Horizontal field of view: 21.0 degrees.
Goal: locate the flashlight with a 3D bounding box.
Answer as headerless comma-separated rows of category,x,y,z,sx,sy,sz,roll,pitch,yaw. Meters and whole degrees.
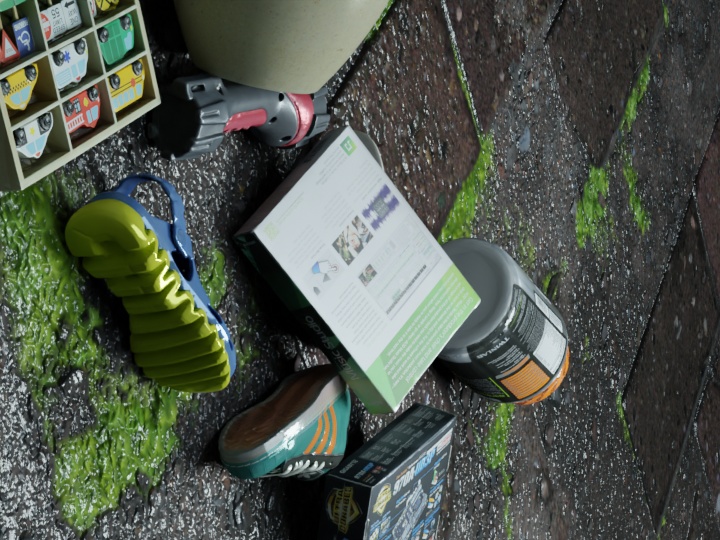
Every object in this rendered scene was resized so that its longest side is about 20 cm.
flashlight,-0.096,-0.121,1.534,0.068,0.068,0.200,61,29,4

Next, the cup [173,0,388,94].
cup,-0.065,-0.218,1.487,0.200,0.199,0.144,-19,125,-64

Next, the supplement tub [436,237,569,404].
supplement tub,0.133,0.058,1.936,0.200,0.122,0.123,44,49,-57

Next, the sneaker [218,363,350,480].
sneaker,-0.051,0.141,1.586,0.200,0.071,0.081,-35,115,-63

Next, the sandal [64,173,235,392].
sandal,-0.139,0.007,1.408,0.087,0.079,0.201,-72,150,-44

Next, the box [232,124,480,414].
box,0.000,0.000,1.629,0.200,0.036,0.144,52,56,-16

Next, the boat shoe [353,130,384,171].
boat shoe,-0.009,-0.016,1.715,0.093,0.074,0.202,56,38,-72

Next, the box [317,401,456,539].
box,0.019,0.223,1.711,0.200,0.046,0.160,-32,134,-62

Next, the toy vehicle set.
toy vehicle set,-0.206,-0.145,1.332,0.200,0.026,0.125,-44,127,-59
